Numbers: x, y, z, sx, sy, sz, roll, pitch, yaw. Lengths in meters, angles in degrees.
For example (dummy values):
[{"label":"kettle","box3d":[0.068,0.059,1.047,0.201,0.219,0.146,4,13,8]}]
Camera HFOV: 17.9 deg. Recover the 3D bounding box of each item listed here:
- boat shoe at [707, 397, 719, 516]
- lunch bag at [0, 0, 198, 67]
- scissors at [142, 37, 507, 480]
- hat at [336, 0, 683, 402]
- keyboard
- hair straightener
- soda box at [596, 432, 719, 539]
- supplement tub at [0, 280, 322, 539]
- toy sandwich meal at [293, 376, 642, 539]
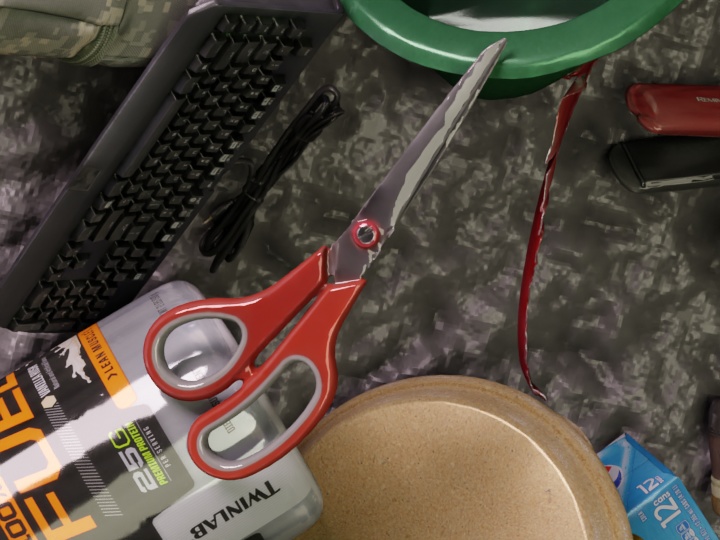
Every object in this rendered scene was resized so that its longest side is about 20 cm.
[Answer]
[{"label":"boat shoe","box3d":[0.259,0.076,1.069,0.200,0.073,0.065,-10,101,14]},{"label":"lunch bag","box3d":[-0.093,-0.176,0.885,0.168,0.139,0.200,4,107,-36]},{"label":"scissors","box3d":[0.000,0.000,0.881,0.200,0.014,0.073,-40,86,10]},{"label":"hat","box3d":[0.071,-0.098,0.976,0.200,0.166,0.176,-46,152,-17]},{"label":"keyboard","box3d":[-0.066,-0.040,0.935,0.127,0.021,0.200,-8,148,-45]},{"label":"hair straightener","box3d":[0.207,-0.052,1.075,0.200,0.041,0.077,-4,132,-22]},{"label":"soda box","box3d":[0.160,0.179,1.101,0.068,0.064,0.200,-36,112,-5]},{"label":"supplement tub","box3d":[-0.127,0.102,0.957,0.200,0.123,0.123,-31,112,-6]},{"label":"toy sandwich meal","box3d":[0.035,0.149,1.016,0.205,0.205,0.070,-55,154,3]}]
